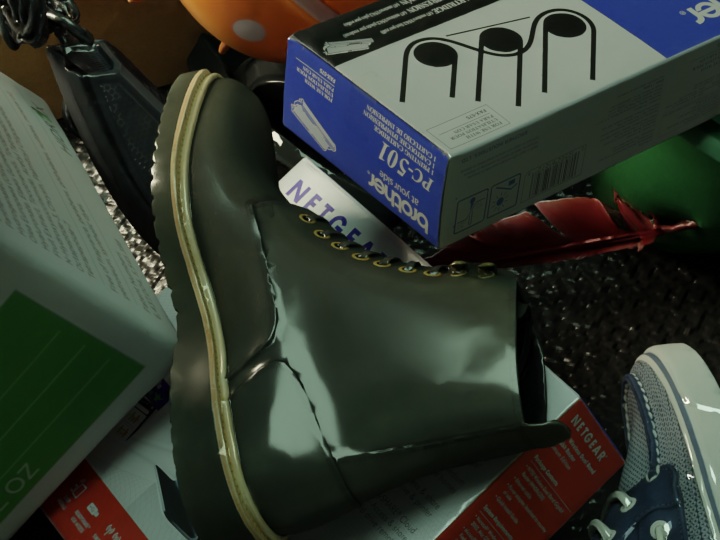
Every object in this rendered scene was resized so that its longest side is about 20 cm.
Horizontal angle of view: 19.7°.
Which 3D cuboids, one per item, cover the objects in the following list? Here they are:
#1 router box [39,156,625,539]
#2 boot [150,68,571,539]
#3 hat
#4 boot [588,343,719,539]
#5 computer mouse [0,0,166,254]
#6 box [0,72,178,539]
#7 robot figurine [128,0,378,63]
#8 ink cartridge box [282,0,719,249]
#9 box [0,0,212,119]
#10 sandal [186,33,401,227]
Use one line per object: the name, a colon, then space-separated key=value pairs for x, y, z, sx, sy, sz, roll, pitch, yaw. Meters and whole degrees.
router box: x=-0.026 y=0.072 z=0.814 sx=0.179 sy=0.049 sz=0.200 roll=-44 pitch=45 yaw=-5
boot: x=0.000 y=0.000 z=0.776 sx=0.137 sy=0.077 sz=0.201 roll=-17 pitch=61 yaw=15
hat: x=0.134 y=-0.014 z=0.930 sx=0.199 sy=0.177 sz=0.165 roll=36 pitch=30 yaw=20
boot: x=0.100 y=0.109 z=0.765 sx=0.090 sy=0.073 sz=0.201 roll=-8 pitch=43 yaw=-2
computer mouse: x=-0.102 y=-0.055 z=0.942 sx=0.053 sy=0.200 sz=0.139 roll=-45 pitch=9 yaw=1
box: x=-0.216 y=0.012 z=0.829 sx=0.199 sy=0.171 sz=0.200 roll=-46 pitch=43 yaw=9
robot figurine: x=-0.011 y=-0.172 z=0.922 sx=0.200 sy=0.117 sz=0.144 roll=-40 pitch=17 yaw=15
ink cartridge box: x=0.076 y=-0.083 z=0.802 sx=0.199 sy=0.044 sz=0.094 roll=-25 pitch=48 yaw=-32
box: x=-0.108 y=-0.147 z=1.031 sx=0.198 sy=0.164 sz=0.021 roll=-17 pitch=59 yaw=-4
sandal: x=-0.030 y=-0.080 z=0.979 sx=0.048 sy=0.075 sz=0.200 roll=-57 pitch=34 yaw=10
